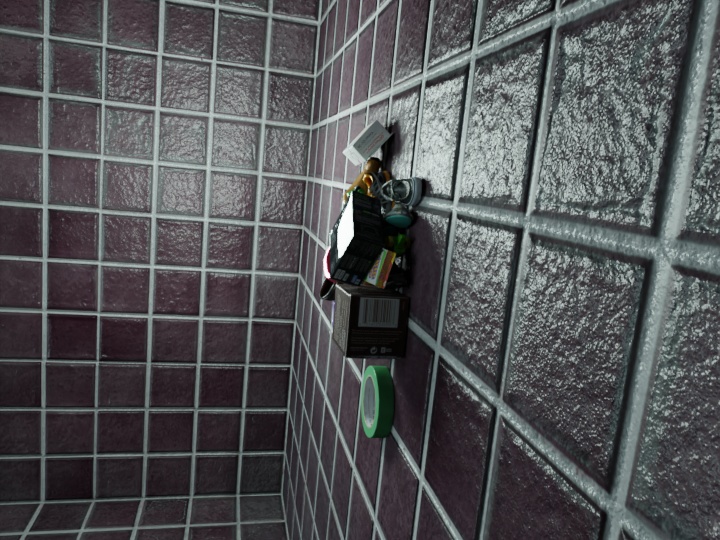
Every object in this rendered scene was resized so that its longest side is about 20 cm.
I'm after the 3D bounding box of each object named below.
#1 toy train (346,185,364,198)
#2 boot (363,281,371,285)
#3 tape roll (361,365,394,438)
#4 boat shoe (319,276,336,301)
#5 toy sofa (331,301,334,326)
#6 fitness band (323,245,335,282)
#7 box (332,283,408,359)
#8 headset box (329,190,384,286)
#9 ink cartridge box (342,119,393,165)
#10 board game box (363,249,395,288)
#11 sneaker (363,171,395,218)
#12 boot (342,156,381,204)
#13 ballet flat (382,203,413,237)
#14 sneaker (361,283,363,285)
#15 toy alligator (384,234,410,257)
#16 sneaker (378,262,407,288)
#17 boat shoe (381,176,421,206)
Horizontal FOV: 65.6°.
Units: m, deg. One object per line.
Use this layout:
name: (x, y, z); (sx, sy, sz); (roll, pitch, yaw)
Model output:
toy train: (0.021, -0.154, 1.643); (0.202, 0.056, 0.042); (62, 178, -23)
boot: (0.018, 0.081, 1.666); (0.188, 0.068, 0.202); (-34, -37, -53)
tape roll: (0.047, 0.379, 1.615); (0.200, 0.047, 0.204); (-177, 90, -76)
boat shoe: (-0.078, 0.007, 1.814); (0.072, 0.067, 0.202); (43, 117, 53)
toy sofa: (-0.050, 0.103, 1.982); (0.083, 0.096, 0.203); (121, 150, -63)
fitness band: (-0.063, -0.047, 1.720); (0.144, 0.037, 0.201); (-50, 24, 20)
box: (0.022, 0.135, 1.525); (0.200, 0.163, 0.167); (-153, 66, -76)
headset box: (-0.014, -0.093, 1.542); (0.202, 0.092, 0.175); (-94, 27, -45)
ink cartridge box: (0.022, -0.402, 1.756); (0.117, 0.067, 0.200); (-48, 13, -6)
board game box: (0.044, -0.010, 1.499); (0.200, 0.030, 0.097); (-161, 89, -73)
sneaker: (0.055, -0.215, 1.665); (0.079, 0.076, 0.202); (112, 156, -47)
boot: (0.009, -0.283, 1.755); (0.145, 0.070, 0.202); (-62, 1, 27)
ballet flat: (0.094, -0.141, 1.512); (0.200, 0.071, 0.073); (137, 135, -69)
sneaker: (0.000, 0.000, 1.778); (0.201, 0.080, 0.075); (85, -174, -56)
toy alligator: (0.089, -0.060, 1.519); (0.200, 0.058, 0.055); (164, 109, -76)
sneaker: (0.076, 0.007, 1.517); (0.200, 0.073, 0.081); (-154, 63, -76)
boat shoe: (0.104, -0.205, 1.467); (0.200, 0.070, 0.073); (-175, 89, -76)
